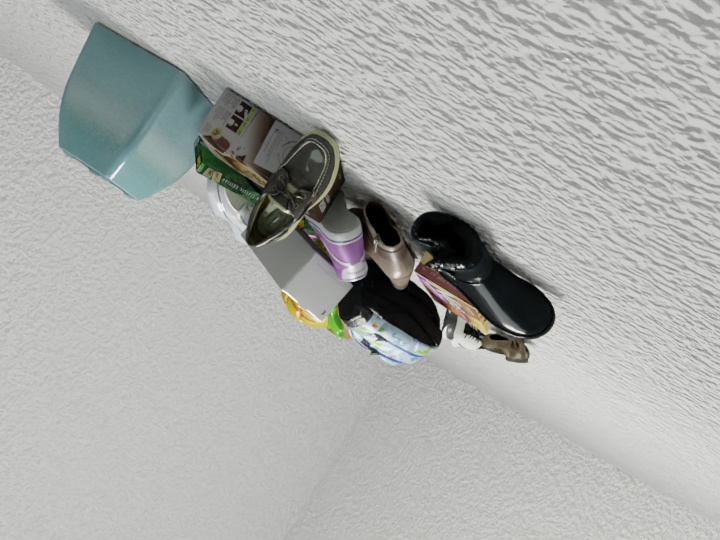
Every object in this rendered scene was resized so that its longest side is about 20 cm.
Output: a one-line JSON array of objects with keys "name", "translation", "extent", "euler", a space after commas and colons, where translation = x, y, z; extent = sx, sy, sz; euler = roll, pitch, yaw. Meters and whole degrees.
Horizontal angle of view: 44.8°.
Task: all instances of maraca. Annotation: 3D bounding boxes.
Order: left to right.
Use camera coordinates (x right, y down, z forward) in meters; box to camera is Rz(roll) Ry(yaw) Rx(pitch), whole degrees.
[{"name": "maraca", "translation": [-0.078, 0.045, 1.542], "extent": [0.200, 0.106, 0.139], "euler": [40, 156, 57]}]

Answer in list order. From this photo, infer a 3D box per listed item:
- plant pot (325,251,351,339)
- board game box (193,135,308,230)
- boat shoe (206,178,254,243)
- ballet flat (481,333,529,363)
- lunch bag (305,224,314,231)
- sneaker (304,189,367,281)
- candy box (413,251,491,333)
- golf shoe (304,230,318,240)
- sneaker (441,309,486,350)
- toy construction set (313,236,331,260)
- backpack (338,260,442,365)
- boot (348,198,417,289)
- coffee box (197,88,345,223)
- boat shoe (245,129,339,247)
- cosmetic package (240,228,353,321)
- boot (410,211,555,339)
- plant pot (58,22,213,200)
[{"name": "plant pot", "translation": [-0.024, 0.017, 1.837], "extent": [0.185, 0.187, 0.201], "euler": [29, 160, 28]}, {"name": "board game box", "translation": [-0.174, -0.139, 1.387], "extent": [0.198, 0.024, 0.105], "euler": [29, -156, -26]}, {"name": "boat shoe", "translation": [-0.202, -0.112, 1.504], "extent": [0.065, 0.075, 0.200], "euler": [-1, 158, 13]}, {"name": "ballet flat", "translation": [0.292, 0.147, 1.755], "extent": [0.066, 0.047, 0.200], "euler": [2, -176, -8]}, {"name": "lunch bag", "translation": [-0.156, -0.151, 1.544], "extent": [0.199, 0.078, 0.160], "euler": [37, 173, -32]}, {"name": "sneaker", "translation": [-0.039, -0.050, 1.368], "extent": [0.201, 0.071, 0.116], "euler": [-117, 11, -58]}, {"name": "candy box", "translation": [0.163, 0.033, 1.425], "extent": [0.116, 0.057, 0.200], "euler": [33, 176, 19]}, {"name": "golf shoe", "translation": [-0.053, -0.077, 1.683], "extent": [0.197, 0.093, 0.075], "euler": [15, 149, -18]}, {"name": "sneaker", "translation": [0.224, 0.125, 1.867], "extent": [0.079, 0.075, 0.200], "euler": [14, 172, 22]}, {"name": "toy construction set", "translation": [0.000, 0.000, 1.625], "extent": [0.093, 0.129, 0.202], "euler": [-103, -9, -51]}, {"name": "backpack", "translation": [0.052, 0.074, 1.490], "extent": [0.197, 0.154, 0.165], "euler": [22, -140, -22]}, {"name": "boot", "translation": [0.024, -0.063, 1.362], "extent": [0.201, 0.070, 0.147], "euler": [51, 168, 29]}, {"name": "coffee box", "translation": [-0.125, -0.163, 1.263], "extent": [0.198, 0.081, 0.113], "euler": [32, 173, 8]}, {"name": "boat shoe", "translation": [-0.094, -0.098, 1.158], "extent": [0.072, 0.066, 0.201], "euler": [40, 130, -1]}, {"name": "cosmetic package", "translation": [-0.109, -0.017, 1.441], "extent": [0.107, 0.085, 0.200], "euler": [42, -178, -41]}, {"name": "boot", "translation": [0.159, 0.009, 1.136], "extent": [0.199, 0.077, 0.168], "euler": [38, 180, 20]}, {"name": "plant pot", "translation": [-0.373, -0.237, 1.422], "extent": [0.195, 0.202, 0.196], "euler": [30, 173, 18]}]
